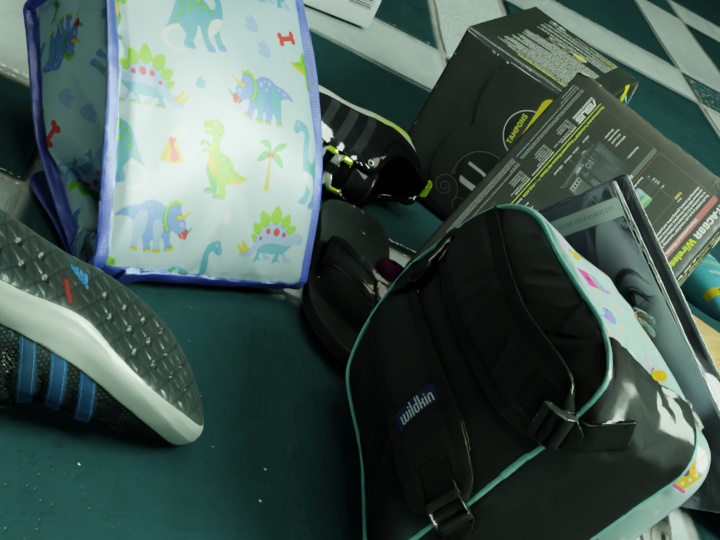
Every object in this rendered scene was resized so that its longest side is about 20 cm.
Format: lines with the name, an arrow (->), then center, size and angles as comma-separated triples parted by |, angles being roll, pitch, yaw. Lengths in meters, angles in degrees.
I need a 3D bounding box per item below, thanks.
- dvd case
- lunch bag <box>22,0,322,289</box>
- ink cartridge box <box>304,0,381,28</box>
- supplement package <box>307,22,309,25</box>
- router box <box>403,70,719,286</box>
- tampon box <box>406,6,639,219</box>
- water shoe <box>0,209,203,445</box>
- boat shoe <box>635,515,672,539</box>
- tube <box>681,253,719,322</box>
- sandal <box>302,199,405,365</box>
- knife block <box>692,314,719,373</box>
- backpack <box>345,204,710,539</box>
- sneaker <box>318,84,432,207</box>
dvd case -> 0.164, 0.050, 0.720 | 0.016, 0.149, 0.203 | -24, 90, -15
lunch bag -> -0.115, -0.087, 0.771 | 0.168, 0.127, 0.203 | 4, 67, -42
ink cartridge box -> -0.071, -0.374, 1.320 | 0.173, 0.084, 0.201 | 16, 31, -29
supplement package -> -0.142, -0.215, 0.960 | 0.112, 0.110, 0.201 | 9, 36, -37
router box -> 0.150, -0.018, 0.850 | 0.150, 0.200, 0.062 | 41, -7, 17
tampon box -> 0.141, -0.130, 1.072 | 0.126, 0.151, 0.200 | 37, 28, 12
water shoe -> -0.159, 0.035, 0.585 | 0.200, 0.078, 0.072 | 44, 18, -40
boat shoe -> 0.152, 0.180, 0.676 | 0.065, 0.073, 0.200 | 27, 21, -3
tube -> 0.316, 0.022, 1.069 | 0.076, 0.051, 0.200 | 17, 17, -14
sandal -> -0.001, -0.001, 0.825 | 0.074, 0.048, 0.202 | 22, 29, -19
knife block -> 0.282, 0.108, 0.925 | 0.174, 0.064, 0.200 | 36, 27, 8
backpack -> 0.083, 0.071, 0.666 | 0.153, 0.176, 0.201 | 34, 21, -34
sneaker -> -0.017, -0.093, 0.934 | 0.198, 0.072, 0.083 | 5, 39, -42
